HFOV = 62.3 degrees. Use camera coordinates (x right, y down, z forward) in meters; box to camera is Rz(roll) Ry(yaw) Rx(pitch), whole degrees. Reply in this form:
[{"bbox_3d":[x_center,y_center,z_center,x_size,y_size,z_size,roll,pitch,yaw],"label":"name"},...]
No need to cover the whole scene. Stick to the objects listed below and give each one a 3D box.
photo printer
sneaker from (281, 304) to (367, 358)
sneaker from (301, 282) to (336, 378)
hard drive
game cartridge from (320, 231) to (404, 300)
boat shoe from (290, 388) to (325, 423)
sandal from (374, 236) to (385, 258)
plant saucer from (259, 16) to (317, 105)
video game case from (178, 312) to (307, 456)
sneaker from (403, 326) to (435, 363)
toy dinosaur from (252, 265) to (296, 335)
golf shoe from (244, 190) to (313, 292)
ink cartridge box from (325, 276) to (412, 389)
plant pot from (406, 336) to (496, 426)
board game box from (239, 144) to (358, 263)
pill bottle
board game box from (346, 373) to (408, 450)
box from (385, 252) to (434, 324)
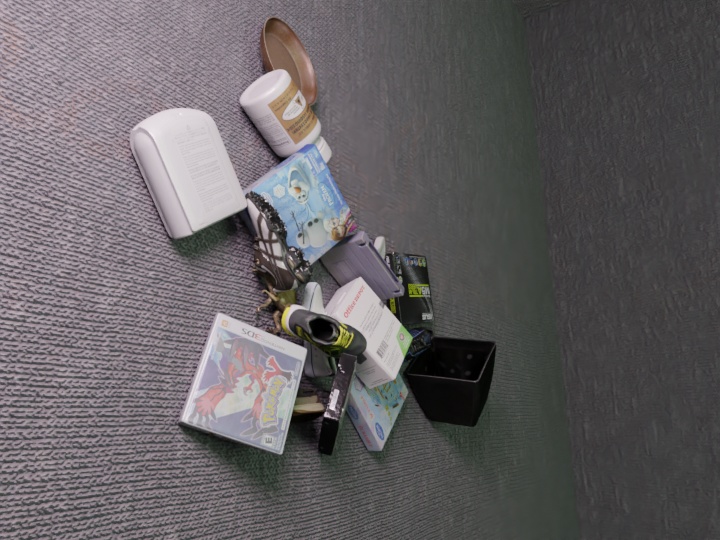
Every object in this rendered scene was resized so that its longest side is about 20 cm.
[{"bbox_3d":[-0.290,-0.171,1.007,0.166,0.069,0.200,-42,116,-55],"label":"photo printer"},{"bbox_3d":[-0.057,0.128,1.140,0.200,0.085,0.075,24,82,-36],"label":"sneaker"},{"bbox_3d":[-0.078,0.122,1.225,0.073,0.071,0.201,-41,129,-73],"label":"sneaker"},{"bbox_3d":[-0.047,0.271,1.190,0.200,0.038,0.140,103,3,-54],"label":"hard drive"},{"bbox_3d":[0.000,0.000,1.364,0.200,0.129,0.038,53,38,-36],"label":"game cartridge"},{"bbox_3d":[-0.154,0.248,1.112,0.200,0.073,0.065,18,42,-47],"label":"boat shoe"},{"bbox_3d":[0.024,-0.024,1.492,0.203,0.050,0.083,-55,143,-65],"label":"sandal"},{"bbox_3d":[-0.163,-0.450,1.306,0.200,0.037,0.201,44,38,-48],"label":"plant saucer"},{"bbox_3d":[-0.194,0.194,1.026,0.182,0.023,0.200,26,56,-21],"label":"video game case"},{"bbox_3d":[0.138,0.188,1.550,0.070,0.078,0.200,71,22,-5],"label":"sneaker"},{"bbox_3d":[-0.148,0.075,1.174,0.200,0.058,0.101,58,37,-31],"label":"toy dinosaur"},{"bbox_3d":[-0.173,-0.048,1.104,0.200,0.094,0.078,59,13,-5],"label":"golf shoe"},{"bbox_3d":[0.010,0.139,1.336,0.200,0.084,0.146,49,39,-14],"label":"ink cartridge box"},{"bbox_3d":[0.263,0.313,1.648,0.200,0.200,0.178,-45,130,-53],"label":"plant pot"},{"bbox_3d":[-0.125,-0.115,1.197,0.199,0.043,0.200,-41,119,-21],"label":"board game box"},{"bbox_3d":[-0.147,-0.299,1.231,0.200,0.114,0.115,54,40,-36],"label":"pill bottle"},{"bbox_3d":[0.031,0.282,1.413,0.200,0.041,0.200,65,34,-22],"label":"board game box"},{"bbox_3d":[0.132,0.053,1.640,0.200,0.047,0.194,5,75,-57],"label":"box"}]
